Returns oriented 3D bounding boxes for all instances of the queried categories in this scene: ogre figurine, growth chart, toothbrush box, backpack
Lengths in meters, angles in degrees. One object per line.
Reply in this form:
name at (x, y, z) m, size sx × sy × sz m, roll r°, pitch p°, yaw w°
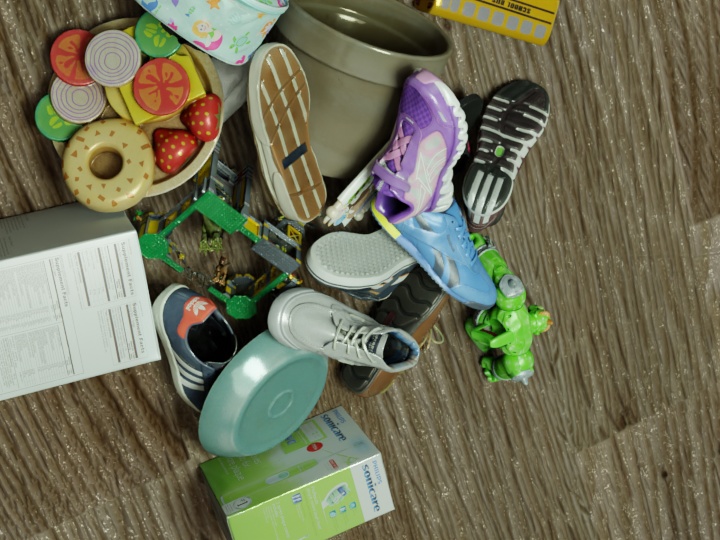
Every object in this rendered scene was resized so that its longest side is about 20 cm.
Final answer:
ogre figurine at (0.177, 0.063, 1.560) m, size 0.097 × 0.120 × 0.202 m, roll 2°, pitch 107°, yaw -22°
growth chart at (0.015, -0.104, 1.421) m, size 0.018 × 0.200 × 0.145 m, roll 40°, pitch 95°, yaw 6°
toothbrush box at (-0.079, 0.264, 1.512) m, size 0.198 × 0.146 × 0.087 m, roll -19°, pitch 113°, yaw -14°
backpack at (-0.153, -0.307, 1.242) m, size 0.177 × 0.201 × 0.151 m, roll 32°, pitch 120°, yaw -26°

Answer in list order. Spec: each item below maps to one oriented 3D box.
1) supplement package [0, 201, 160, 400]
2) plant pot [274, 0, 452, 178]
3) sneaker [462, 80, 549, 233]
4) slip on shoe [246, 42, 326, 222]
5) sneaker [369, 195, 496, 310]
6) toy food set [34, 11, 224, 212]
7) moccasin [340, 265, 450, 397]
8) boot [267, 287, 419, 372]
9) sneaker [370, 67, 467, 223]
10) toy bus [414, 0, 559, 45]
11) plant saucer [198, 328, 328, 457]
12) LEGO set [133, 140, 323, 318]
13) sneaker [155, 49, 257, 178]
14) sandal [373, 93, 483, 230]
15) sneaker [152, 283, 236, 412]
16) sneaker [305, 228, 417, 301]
supplement package at (-0.337, 0.028, 1.329) m, size 0.198 × 0.152 × 0.152 m, roll -14°, pitch 112°, yaw -17°
plant pot at (-0.018, -0.205, 1.372) m, size 0.198 × 0.201 × 0.175 m, roll 8°, pitch 120°, yaw -23°
sneaker at (0.168, -0.133, 1.527) m, size 0.075 × 0.116 × 0.201 m, roll 24°, pitch 64°, yaw 9°
slip on shoe at (-0.088, -0.146, 1.307) m, size 0.076 × 0.060 × 0.201 m, roll -39°, pitch 130°, yaw -30°
sneaker at (0.103, -0.036, 1.454) m, size 0.078 × 0.066 × 0.200 m, roll -39°, pitch 106°, yaw 23°
toy food set at (-0.245, -0.176, 1.316) m, size 0.198 × 0.049 × 0.200 m, roll -25°, pitch 86°, yaw 0°
moccasin at (0.057, 0.074, 1.544) m, size 0.078 × 0.073 × 0.203 m, roll 18°, pitch 104°, yaw -57°
boot at (-0.012, 0.070, 1.417) m, size 0.199 × 0.095 × 0.074 m, roll 16°, pitch 87°, yaw -52°
sneaker at (0.053, -0.120, 1.295) m, size 0.088 × 0.081 × 0.201 m, roll -29°, pitch 148°, yaw -23°
toy bus at (0.132, -0.327, 1.446) m, size 0.198 × 0.065 × 0.079 m, roll 10°, pitch 105°, yaw -24°
plant saucer at (-0.104, 0.150, 1.468) m, size 0.199 × 0.036 × 0.201 m, roll -35°, pitch 146°, yaw -27°
LEGO set at (-0.153, -0.053, 1.420) m, size 0.199 × 0.116 × 0.154 m, roll 30°, pitch 124°, yaw -23°
sneaker at (-0.192, -0.182, 1.372) m, size 0.088 × 0.075 × 0.200 m, roll 42°, pitch 83°, yaw -14°
sandal at (0.093, -0.122, 1.493) m, size 0.201 × 0.045 × 0.075 m, roll -55°, pitch 154°, yaw 8°
sneaker at (-0.173, 0.106, 1.431) m, size 0.075 × 0.084 × 0.201 m, roll -51°, pitch 141°, yaw -29°
sneaker at (0.000, 0.000, 1.456) m, size 0.199 × 0.079 × 0.080 m, roll -12°, pitch 147°, yaw -49°
